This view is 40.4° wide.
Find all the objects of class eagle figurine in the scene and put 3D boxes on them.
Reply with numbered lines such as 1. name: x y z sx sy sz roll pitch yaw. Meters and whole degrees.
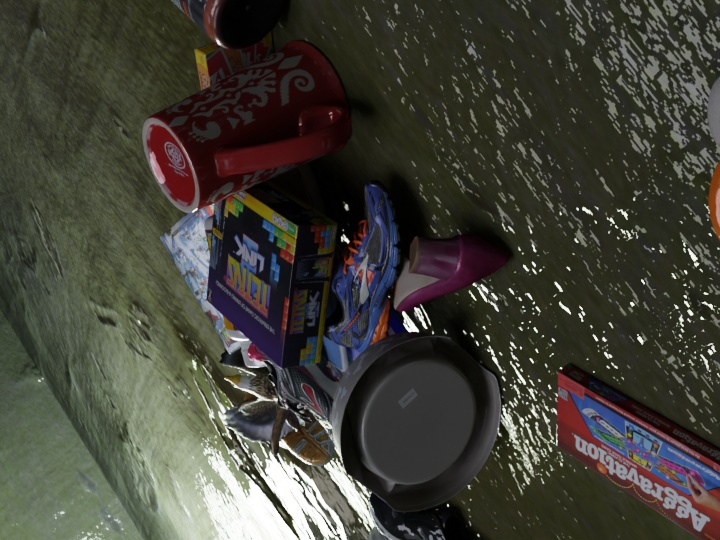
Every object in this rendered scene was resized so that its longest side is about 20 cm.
1. eagle figurine: -0.132 0.169 1.416 0.151 0.152 0.200 46 164 -9

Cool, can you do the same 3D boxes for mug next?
1. mug: -0.117 -0.158 1.052 0.177 0.199 0.135 -18 100 60

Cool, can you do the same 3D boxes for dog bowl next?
1. dog bowl: 0.057 0.160 1.077 0.059 0.198 0.203 28 139 62

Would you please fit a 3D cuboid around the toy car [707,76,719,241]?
1. toy car: 0.284 -0.068 0.568 0.176 0.149 0.200 54 150 10

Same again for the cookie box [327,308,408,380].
1. cookie box: 0.013 0.145 1.236 0.172 0.075 0.201 53 149 17

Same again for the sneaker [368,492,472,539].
1. sneaker: 0.096 0.341 1.307 0.199 0.075 0.089 38 125 32

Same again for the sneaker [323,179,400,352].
1. sneaker: 0.000 0.000 1.071 0.075 0.077 0.203 -106 22 -72

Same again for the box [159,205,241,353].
1. box: -0.187 -0.001 1.398 0.136 0.040 0.202 -34 86 33

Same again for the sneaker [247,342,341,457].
1. sneaker: -0.063 0.153 1.199 0.201 0.074 0.081 56 159 -3

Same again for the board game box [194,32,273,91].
1. board game box: -0.139 -0.183 1.166 0.030 0.095 0.202 33 141 36

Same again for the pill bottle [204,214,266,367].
1. pill bottle: -0.136 0.019 1.288 0.109 0.108 0.204 1 105 56

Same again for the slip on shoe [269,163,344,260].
1. slip on shoe: -0.064 -0.036 1.214 0.076 0.060 0.203 7 122 54

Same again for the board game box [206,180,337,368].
1. board game box: -0.108 -0.007 1.121 0.199 0.056 0.168 33 120 50

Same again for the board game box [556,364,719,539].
1. board game box: 0.270 0.176 0.932 0.199 0.019 0.104 30 140 41

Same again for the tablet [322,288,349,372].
1. tablet: -0.062 0.013 1.167 0.130 0.014 0.203 29 134 49

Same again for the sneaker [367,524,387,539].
1. sneaker: 0.072 0.424 1.387 0.114 0.074 0.200 29 -177 -11

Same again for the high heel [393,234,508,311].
1. high heel: 0.089 0.005 1.044 0.200 0.094 0.068 110 165 -69

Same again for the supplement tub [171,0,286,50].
1. supplement tub: -0.177 -0.340 1.080 0.200 0.106 0.108 44 147 24

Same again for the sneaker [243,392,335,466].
1. sneaker: -0.098 0.247 1.516 0.199 0.075 0.088 35 157 43
